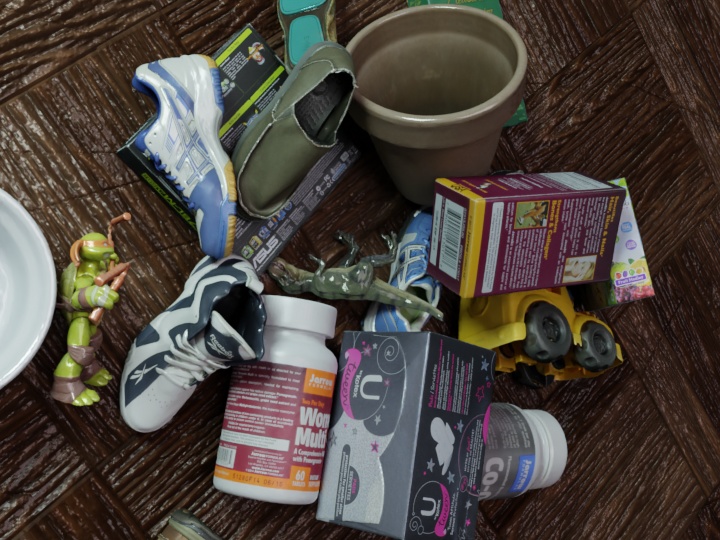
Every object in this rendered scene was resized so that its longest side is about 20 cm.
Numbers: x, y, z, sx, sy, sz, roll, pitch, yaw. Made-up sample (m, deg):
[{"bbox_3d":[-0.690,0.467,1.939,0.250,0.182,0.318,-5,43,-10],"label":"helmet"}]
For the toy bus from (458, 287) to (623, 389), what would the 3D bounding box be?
[{"bbox_3d":[0.216,0.041,1.109,0.199,0.136,0.193,14,62,-32],"label":"toy bus"}]

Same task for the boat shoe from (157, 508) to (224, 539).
[{"bbox_3d":[-0.133,0.328,0.893,0.200,0.076,0.074,45,70,-13],"label":"boat shoe"}]

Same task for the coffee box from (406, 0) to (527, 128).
[{"bbox_3d":[0.135,-0.271,1.118,0.123,0.044,0.201,-20,97,-32],"label":"coffee box"}]

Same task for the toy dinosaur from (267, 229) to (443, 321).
[{"bbox_3d":[0.000,0.000,0.984,0.199,0.048,0.088,11,66,5],"label":"toy dinosaur"}]

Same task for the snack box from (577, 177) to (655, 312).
[{"bbox_3d":[0.306,-0.025,1.112,0.053,0.200,0.143,-14,84,2],"label":"snack box"}]

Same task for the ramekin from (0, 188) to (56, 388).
[{"bbox_3d":[-0.370,0.017,0.747,0.200,0.098,0.202,3,84,-31],"label":"ramekin"}]

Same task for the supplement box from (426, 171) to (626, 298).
[{"bbox_3d":[0.181,-0.043,0.971,0.199,0.086,0.111,-6,113,-26],"label":"supplement box"}]

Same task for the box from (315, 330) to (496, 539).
[{"bbox_3d":[0.045,0.169,0.910,0.114,0.132,0.201,21,73,-42],"label":"box"}]

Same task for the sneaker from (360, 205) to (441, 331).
[{"bbox_3d":[0.074,0.005,1.039,0.076,0.077,0.201,30,70,-25],"label":"sneaker"}]

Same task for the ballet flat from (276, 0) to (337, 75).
[{"bbox_3d":[-0.055,-0.266,0.975,0.070,0.071,0.201,20,48,-29],"label":"ballet flat"}]

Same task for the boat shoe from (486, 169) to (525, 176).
[{"bbox_3d":[0.182,-0.088,1.083,0.076,0.060,0.200,-56,152,7],"label":"boat shoe"}]

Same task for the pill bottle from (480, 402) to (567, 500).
[{"bbox_3d":[0.140,0.214,1.044,0.199,0.114,0.114,4,84,-31],"label":"pill bottle"}]

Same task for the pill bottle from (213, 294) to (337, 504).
[{"bbox_3d":[-0.083,0.132,0.912,0.109,0.109,0.201,14,79,-30],"label":"pill bottle"}]

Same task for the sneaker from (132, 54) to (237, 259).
[{"bbox_3d":[-0.172,-0.106,0.856,0.088,0.075,0.201,-9,85,-19],"label":"sneaker"}]

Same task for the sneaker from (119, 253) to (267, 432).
[{"bbox_3d":[-0.155,0.077,0.845,0.079,0.129,0.199,42,79,-24],"label":"sneaker"}]

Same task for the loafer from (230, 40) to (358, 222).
[{"bbox_3d":[-0.068,-0.134,0.879,0.075,0.070,0.201,24,103,-27],"label":"loafer"}]

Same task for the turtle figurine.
[{"bbox_3d":[-0.247,0.035,0.793,0.064,0.200,0.162,7,103,-18],"label":"turtle figurine"}]

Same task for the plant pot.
[{"bbox_3d":[0.087,-0.170,0.991,0.200,0.200,0.175,-47,148,-26],"label":"plant pot"}]

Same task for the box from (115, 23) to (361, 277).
[{"bbox_3d":[-0.123,-0.125,0.945,0.193,0.047,0.200,46,66,-19],"label":"box"}]
